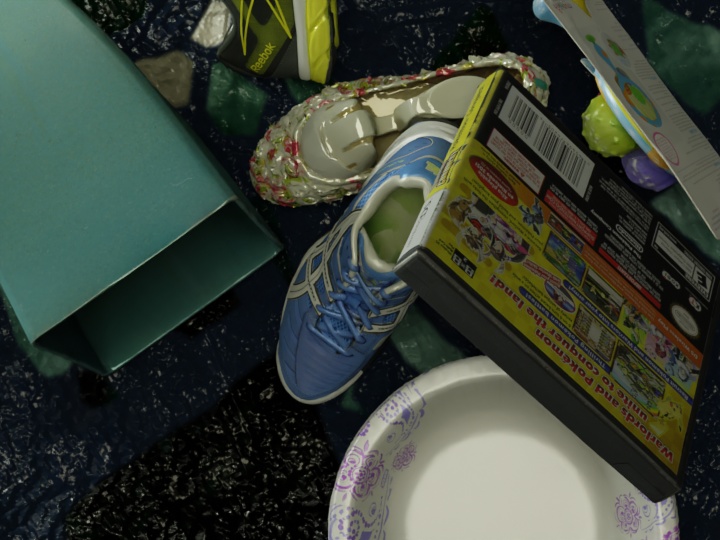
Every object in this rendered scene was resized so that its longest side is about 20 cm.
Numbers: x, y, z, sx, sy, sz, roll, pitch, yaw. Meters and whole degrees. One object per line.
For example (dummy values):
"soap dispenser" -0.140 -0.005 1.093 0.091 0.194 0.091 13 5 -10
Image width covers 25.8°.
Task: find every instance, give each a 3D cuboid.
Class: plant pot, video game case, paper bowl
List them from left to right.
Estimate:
"plant pot" -0.168 -0.066 0.953 0.141 0.141 0.201 -34 76 1
"paper bowl" 0.083 0.151 0.930 0.199 0.104 0.202 0 85 5
"video game case" 0.121 0.003 0.890 0.200 0.181 0.025 42 131 -14

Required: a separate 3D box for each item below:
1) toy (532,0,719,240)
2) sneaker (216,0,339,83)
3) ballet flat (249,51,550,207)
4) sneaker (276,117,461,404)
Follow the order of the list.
"toy" 0.156 -0.100 0.952 0.047 0.115 0.201 -34 85 27
"sneaker" -0.062 -0.206 0.955 0.084 0.075 0.202 -6 111 4
"ballet flat" 0.021 -0.094 0.976 0.199 0.064 0.076 -19 85 3
"sneaker" 0.000 0.000 0.941 0.075 0.077 0.201 30 114 3
